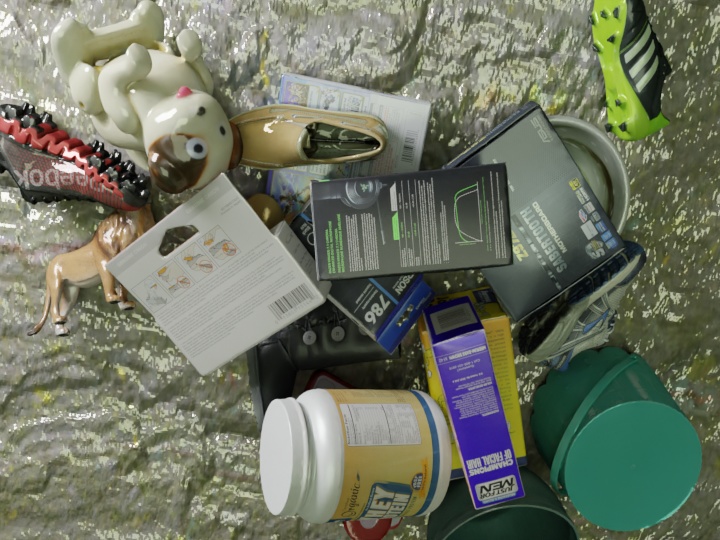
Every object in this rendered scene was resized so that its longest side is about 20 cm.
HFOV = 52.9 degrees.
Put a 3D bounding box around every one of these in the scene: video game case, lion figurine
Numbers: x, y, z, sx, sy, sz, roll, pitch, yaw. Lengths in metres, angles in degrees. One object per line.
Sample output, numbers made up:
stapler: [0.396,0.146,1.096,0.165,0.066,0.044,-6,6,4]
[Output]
video game case: [-0.021,-0.118,0.875,0.176,0.046,0.206,10,107,-4]
lion figurine: [-0.334,-0.002,0.889,0.195,0.072,0.126,-18,73,11]

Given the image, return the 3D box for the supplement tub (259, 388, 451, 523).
supplement tub: [-0.008,0.214,0.843,0.195,0.145,0.149,4,108,-24]

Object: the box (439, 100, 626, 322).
box: [0.190,-0.066,0.842,0.156,0.051,0.202,-34,102,12]

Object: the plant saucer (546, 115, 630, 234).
plant saucer: [0.227,-0.088,0.888,0.194,0.050,0.206,0,106,-1]

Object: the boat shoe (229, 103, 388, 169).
boat shoe: [-0.066,-0.147,0.803,0.194,0.076,0.074,-5,109,3]

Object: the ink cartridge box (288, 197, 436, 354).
ink cartridge box: [0.000,0.000,0.852,0.199,0.039,0.100,41,80,-13]

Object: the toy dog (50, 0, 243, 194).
toy dog: [-0.219,-0.165,0.773,0.199,0.138,0.198,37,128,28]

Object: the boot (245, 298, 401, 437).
boot: [-0.042,0.117,0.914,0.194,0.066,0.170,-11,81,0]

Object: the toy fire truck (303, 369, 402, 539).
toy fire truck: [-0.009,0.248,0.964,0.197,0.112,0.171,28,85,-10]

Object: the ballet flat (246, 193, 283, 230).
ballet flat: [-0.144,0.002,0.869,0.067,0.063,0.203,26,124,1]

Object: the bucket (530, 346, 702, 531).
bucket: [0.328,0.220,0.941,0.201,0.135,0.213,0,106,-2]

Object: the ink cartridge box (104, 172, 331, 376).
ink cartridge box: [-0.159,0.005,0.812,0.197,0.045,0.177,-30,108,24]

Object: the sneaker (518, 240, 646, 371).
sneaker: [0.295,0.049,0.929,0.084,0.078,0.201,34,111,-21]

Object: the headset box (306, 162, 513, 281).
headset box: [0.044,-0.045,0.733,0.194,0.174,0.096,-5,92,5]

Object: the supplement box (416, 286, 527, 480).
supplement box: [0.139,0.142,0.926,0.106,0.109,0.206,-10,106,2]

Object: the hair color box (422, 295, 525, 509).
hair color box: [0.125,0.146,0.813,0.063,0.110,0.205,-17,106,4]

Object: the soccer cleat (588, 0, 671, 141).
soccer cleat: [0.317,-0.255,0.840,0.079,0.067,0.205,-17,108,-15]

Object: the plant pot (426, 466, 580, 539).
plant pot: [0.173,0.329,0.960,0.194,0.135,0.205,-4,122,-6]

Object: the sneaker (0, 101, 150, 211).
sneaker: [-0.345,-0.112,0.854,0.197,0.071,0.100,28,106,-3]
